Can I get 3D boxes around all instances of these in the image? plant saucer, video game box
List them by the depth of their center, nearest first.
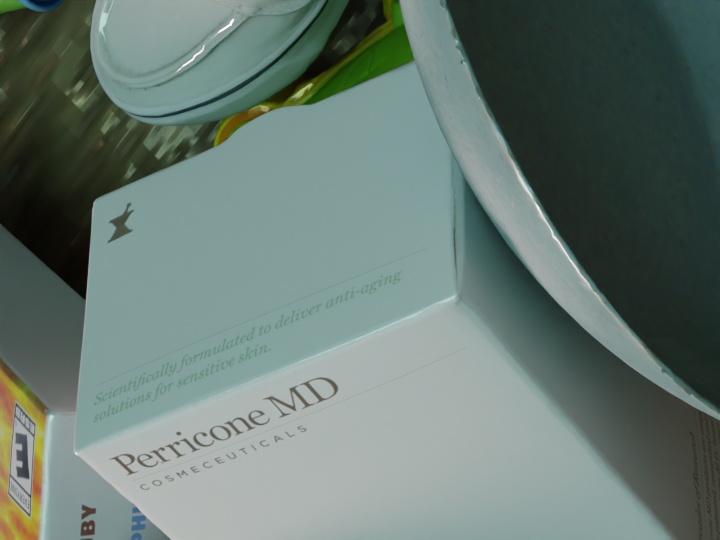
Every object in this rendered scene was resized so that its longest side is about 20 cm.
[{"bbox_3d":[0.059,-0.048,0.598,0.039,0.201,0.202,-24,92,32],"label":"plant saucer"},{"bbox_3d":[-0.107,0.090,0.746,0.200,0.047,0.183,-146,55,-59],"label":"video game box"}]

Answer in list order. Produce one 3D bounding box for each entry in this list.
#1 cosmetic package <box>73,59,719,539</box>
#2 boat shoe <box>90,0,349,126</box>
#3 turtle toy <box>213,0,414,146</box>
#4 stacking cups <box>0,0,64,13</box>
[{"bbox_3d":[0.029,0.050,0.645,0.107,0.085,0.200,-23,134,24],"label":"cosmetic package"},{"bbox_3d":[-0.022,-0.104,0.677,0.200,0.066,0.072,-36,72,39],"label":"boat shoe"},{"bbox_3d":[0.000,0.000,0.737,0.101,0.146,0.200,42,119,-14],"label":"turtle toy"},{"bbox_3d":[-0.085,-0.104,0.781,0.199,0.060,0.061,-6,100,26],"label":"stacking cups"}]
